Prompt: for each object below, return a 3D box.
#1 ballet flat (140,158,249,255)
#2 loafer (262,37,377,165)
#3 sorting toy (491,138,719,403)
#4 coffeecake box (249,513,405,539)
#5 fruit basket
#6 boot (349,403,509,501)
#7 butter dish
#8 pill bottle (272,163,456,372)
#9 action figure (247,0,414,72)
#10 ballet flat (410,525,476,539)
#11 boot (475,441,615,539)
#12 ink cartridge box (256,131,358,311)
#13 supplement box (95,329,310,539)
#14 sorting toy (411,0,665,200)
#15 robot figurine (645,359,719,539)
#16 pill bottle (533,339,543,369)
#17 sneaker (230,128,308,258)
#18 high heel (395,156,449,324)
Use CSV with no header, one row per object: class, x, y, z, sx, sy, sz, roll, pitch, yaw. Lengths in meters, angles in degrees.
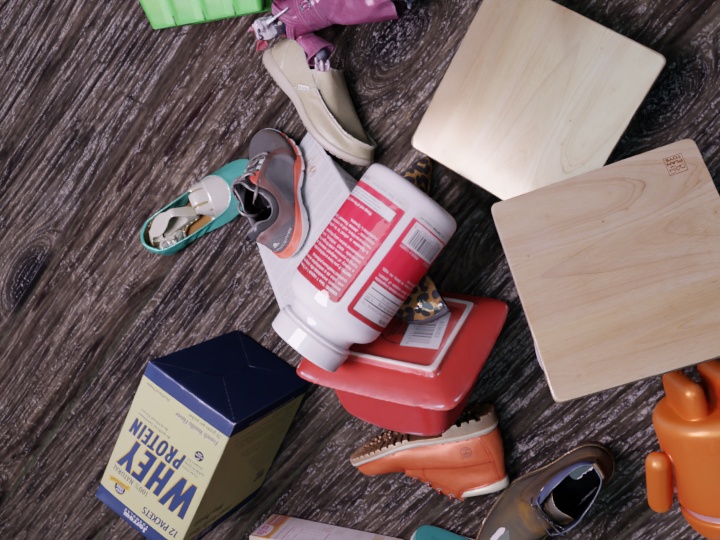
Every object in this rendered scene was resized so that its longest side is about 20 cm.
ballet flat,-0.221,-0.080,0.988,0.199,0.070,0.068,-33,83,21
loafer,-0.043,-0.214,0.900,0.068,0.076,0.201,-44,79,26
sorting toy,0.250,0.006,0.699,0.198,0.070,0.201,-18,69,9
coffeecake box,-0.045,0.426,0.973,0.198,0.073,0.156,3,98,22
fruit basket,-0.194,-0.410,0.893,0.213,0.156,0.218,8,113,18
boot,0.084,0.241,0.905,0.198,0.075,0.108,-17,97,23
butter dish,0.058,0.122,0.859,0.197,0.200,0.149,7,125,27
pill bottle,0.000,0.000,0.761,0.112,0.112,0.201,37,93,14
action figure,-0.049,-0.315,0.843,0.198,0.150,0.135,-13,123,29
ballet flat,0.154,0.372,0.900,0.198,0.069,0.070,12,100,24
boot,0.201,0.267,0.830,0.200,0.097,0.075,-44,72,9
ink cartridge box,-0.060,-0.058,0.912,0.163,0.057,0.201,-51,36,21
supplement box,-0.196,0.212,0.941,0.133,0.200,0.201,31,107,17
sorting toy,0.191,-0.179,0.808,0.198,0.069,0.201,33,106,17
robot figurine,0.371,0.193,0.753,0.116,0.143,0.202,-8,106,55
pill bottle,0.288,0.047,0.779,0.198,0.111,0.113,-6,94,22
sneaker,-0.118,-0.110,0.900,0.077,0.081,0.201,-43,46,29
high heel,0.077,-0.036,0.841,0.142,0.071,0.202,16,76,43
